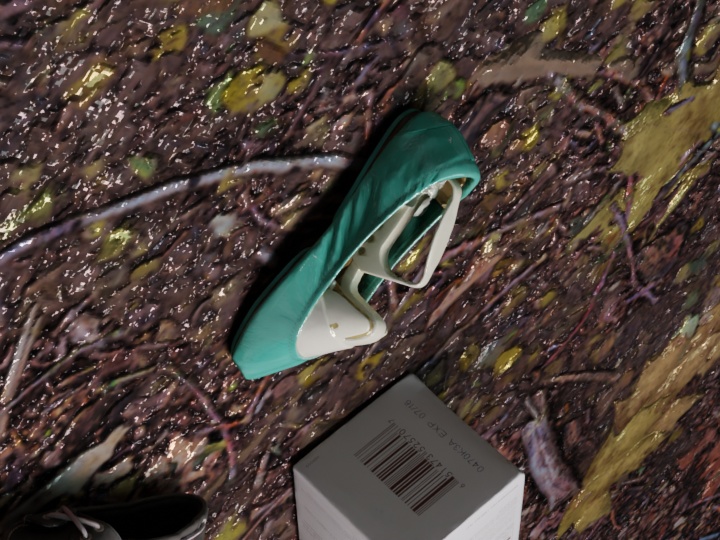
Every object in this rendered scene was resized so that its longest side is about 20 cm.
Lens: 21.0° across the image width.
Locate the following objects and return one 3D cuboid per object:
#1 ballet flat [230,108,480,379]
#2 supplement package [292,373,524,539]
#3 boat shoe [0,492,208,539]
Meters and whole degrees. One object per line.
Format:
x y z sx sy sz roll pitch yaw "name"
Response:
0.000 0.000 1.137 0.200 0.070 0.067 -53 153 12 "ballet flat"
0.034 0.192 1.388 0.117 0.117 0.200 -37 152 -23 "supplement package"
-0.153 0.156 1.140 0.200 0.067 0.057 15 98 -65 "boat shoe"
